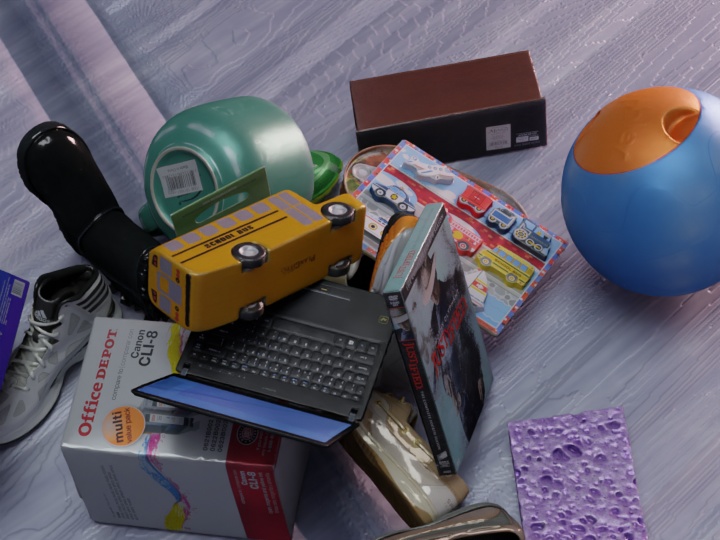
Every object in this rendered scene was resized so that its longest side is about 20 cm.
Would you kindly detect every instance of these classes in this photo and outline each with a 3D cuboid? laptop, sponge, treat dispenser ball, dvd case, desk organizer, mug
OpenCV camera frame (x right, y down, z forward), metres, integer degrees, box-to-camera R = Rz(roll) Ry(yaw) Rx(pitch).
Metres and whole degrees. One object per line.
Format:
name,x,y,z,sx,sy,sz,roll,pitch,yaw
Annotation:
laptop,-0.076,0.065,1.546,0.176,0.103,0.201,15,61,11
sponge,0.199,0.221,1.623,0.111,0.030,0.201,-7,54,2
treat dispenser ball,0.292,-0.075,1.719,0.200,0.201,0.202,-3,54,5
dvd case,0.072,0.062,1.616,0.022,0.201,0.146,-5,31,23
desk organizer,0.091,-0.166,1.891,0.199,0.072,0.077,-10,51,0
mug,-0.144,-0.076,1.772,0.152,0.186,0.114,37,30,21

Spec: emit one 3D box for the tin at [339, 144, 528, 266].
tin,0.073,-0.055,1.800,0.199,0.042,0.112,25,45,4

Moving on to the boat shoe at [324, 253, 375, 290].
boat shoe,0.000,0.000,1.782,0.199,0.069,0.075,23,60,22

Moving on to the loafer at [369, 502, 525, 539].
loafer,0.052,0.262,1.577,0.199,0.072,0.063,-25,10,-13

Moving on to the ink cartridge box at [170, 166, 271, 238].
ink cartridge box,-0.106,0.004,1.710,0.103,0.200,0.059,-27,54,-12

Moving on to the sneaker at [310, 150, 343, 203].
sneaker,-0.118,-0.111,1.868,0.199,0.084,0.074,5,55,10

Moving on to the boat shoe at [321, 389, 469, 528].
boat shoe,0.026,0.153,1.672,0.069,0.074,0.200,-30,66,-18

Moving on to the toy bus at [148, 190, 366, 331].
toy bus,-0.087,-0.015,1.595,0.199,0.065,0.078,-27,45,-37

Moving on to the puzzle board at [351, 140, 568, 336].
puzzle board,0.086,-0.037,1.755,0.199,0.017,0.151,32,50,12

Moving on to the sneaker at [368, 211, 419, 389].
sneaker,0.052,0.032,1.685,0.091,0.201,0.076,11,40,3

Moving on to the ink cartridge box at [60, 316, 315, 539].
ink cartridge box,-0.155,0.145,1.649,0.199,0.145,0.146,4,56,9

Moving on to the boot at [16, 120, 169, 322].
boot,-0.248,-0.042,1.771,0.073,0.199,0.162,-39,52,-17

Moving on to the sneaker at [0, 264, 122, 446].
sneaker,-0.320,0.070,1.741,0.075,0.116,0.201,29,65,25

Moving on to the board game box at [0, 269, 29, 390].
board game box,-0.381,0.113,1.709,0.045,0.134,0.201,24,51,-22
